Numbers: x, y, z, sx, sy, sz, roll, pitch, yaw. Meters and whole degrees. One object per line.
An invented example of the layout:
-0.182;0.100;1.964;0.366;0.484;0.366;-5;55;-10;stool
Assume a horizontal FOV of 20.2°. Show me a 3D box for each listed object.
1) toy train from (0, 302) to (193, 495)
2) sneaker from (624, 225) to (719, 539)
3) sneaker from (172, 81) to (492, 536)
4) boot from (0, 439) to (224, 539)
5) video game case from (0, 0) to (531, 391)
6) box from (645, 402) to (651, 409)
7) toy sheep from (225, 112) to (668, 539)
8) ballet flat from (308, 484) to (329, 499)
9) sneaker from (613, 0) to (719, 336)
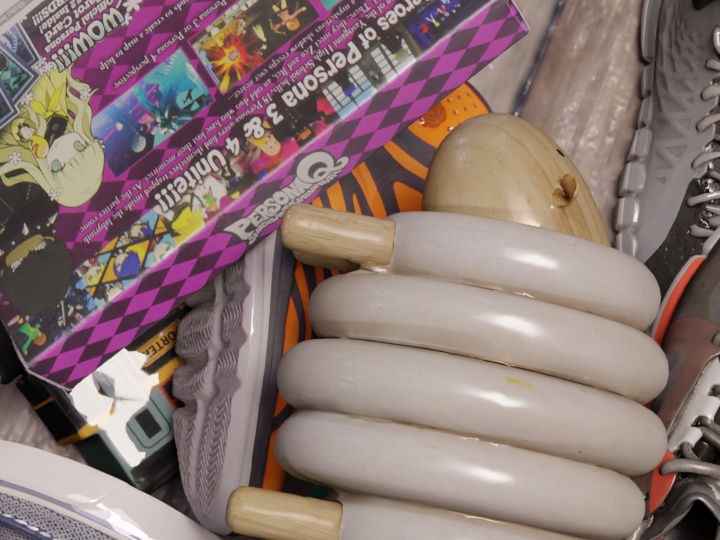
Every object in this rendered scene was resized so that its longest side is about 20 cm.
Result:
-0.056;-0.003;0.786;0.200;0.085;0.114;-37;95;-20;toy train
0.124;0.066;0.680;0.077;0.082;0.201;25;86;0;sneaker
0.000;0.000;0.729;0.111;0.077;0.202;11;85;-24;sneaker
-0.078;0.141;0.737;0.199;0.073;0.091;27;65;-3;boot
-0.070;-0.089;0.695;0.200;0.036;0.182;-38;62;6;video game case
0.124;0.129;0.759;0.075;0.050;0.202;-12;87;-53;box
0.031;0.049;0.638;0.137;0.138;0.202;11;87;-7;toy sheep
-0.008;0.123;0.709;0.200;0.067;0.067;-47;115;-27;ballet flat
0.152;-0.060;0.820;0.074;0.116;0.202;3;73;-10;sneaker
